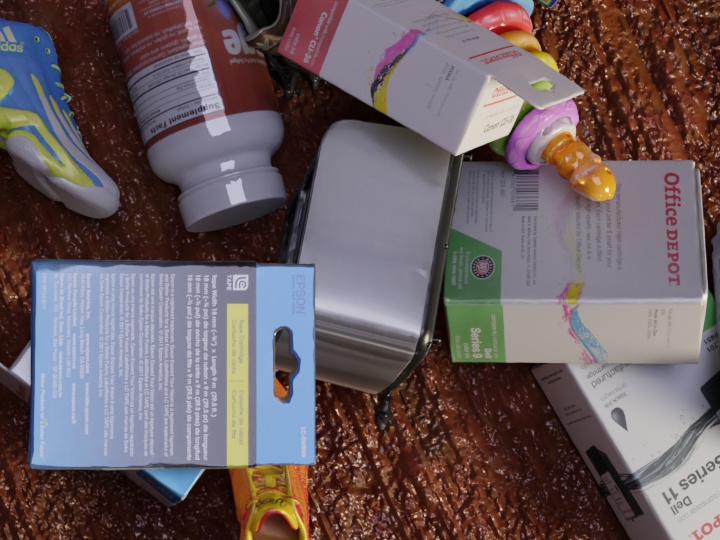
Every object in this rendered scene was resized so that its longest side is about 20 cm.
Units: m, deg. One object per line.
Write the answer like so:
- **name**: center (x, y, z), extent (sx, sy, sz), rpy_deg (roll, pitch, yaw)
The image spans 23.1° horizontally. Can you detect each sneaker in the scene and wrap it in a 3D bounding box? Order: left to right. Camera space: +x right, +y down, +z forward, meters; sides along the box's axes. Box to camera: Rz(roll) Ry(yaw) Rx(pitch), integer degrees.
- **sneaker**: center (-0.251, -0.132, 1.376), extent (0.199, 0.076, 0.105), rpy_deg (37, 74, -2)
- **sneaker**: center (-0.088, -0.260, 1.340), extent (0.075, 0.070, 0.202), rpy_deg (-18, 82, -57)
- **sneaker**: center (-0.066, 0.167, 1.354), extent (0.072, 0.077, 0.202), rpy_deg (-7, 71, -12)

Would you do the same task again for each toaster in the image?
- **toaster**: center (0.000, 0.000, 1.351), extent (0.117, 0.181, 0.202), rpy_deg (12, 75, -7)

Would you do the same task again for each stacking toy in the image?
- **stacking toy**: center (0.130, -0.123, 1.373), extent (0.200, 0.116, 0.110), rpy_deg (50, 116, 24)

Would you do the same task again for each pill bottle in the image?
- **pill bottle**: center (-0.124, -0.139, 1.385), extent (0.111, 0.112, 0.202), rpy_deg (-15, 83, -14)

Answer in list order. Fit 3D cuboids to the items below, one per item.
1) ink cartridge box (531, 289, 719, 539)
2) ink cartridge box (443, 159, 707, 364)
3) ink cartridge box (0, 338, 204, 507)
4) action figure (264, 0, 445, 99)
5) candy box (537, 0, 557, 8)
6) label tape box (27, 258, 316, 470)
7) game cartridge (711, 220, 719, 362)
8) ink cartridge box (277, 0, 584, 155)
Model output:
- **ink cartridge box**: center (0.256, 0.125, 1.430), extent (0.146, 0.083, 0.201), rpy_deg (-30, 87, -16)
- **ink cartridge box**: center (0.168, -0.007, 1.381), extent (0.198, 0.088, 0.146), rpy_deg (-1, 51, 8)
- **ink cartridge box**: center (-0.200, 0.090, 1.322), extent (0.199, 0.116, 0.067), rpy_deg (37, 75, -4)
- **action figure**: center (0.014, -0.218, 1.431), extent (0.198, 0.119, 0.103), rpy_deg (-26, 90, -10)
- **candy box**: center (0.109, -0.335, 1.457), extent (0.199, 0.077, 0.170), rpy_deg (29, 45, -5)
- **label tape box**: center (-0.133, 0.068, 1.242), extent (0.198, 0.063, 0.146), rpy_deg (1, 83, -8)
- **game cartridge**: center (0.339, 0.064, 1.421), extent (0.133, 0.041, 0.201), rpy_deg (39, 38, -31)
- **ink cartridge box**: center (0.054, -0.147, 1.292), extent (0.199, 0.116, 0.068), rpy_deg (31, 114, 16)
